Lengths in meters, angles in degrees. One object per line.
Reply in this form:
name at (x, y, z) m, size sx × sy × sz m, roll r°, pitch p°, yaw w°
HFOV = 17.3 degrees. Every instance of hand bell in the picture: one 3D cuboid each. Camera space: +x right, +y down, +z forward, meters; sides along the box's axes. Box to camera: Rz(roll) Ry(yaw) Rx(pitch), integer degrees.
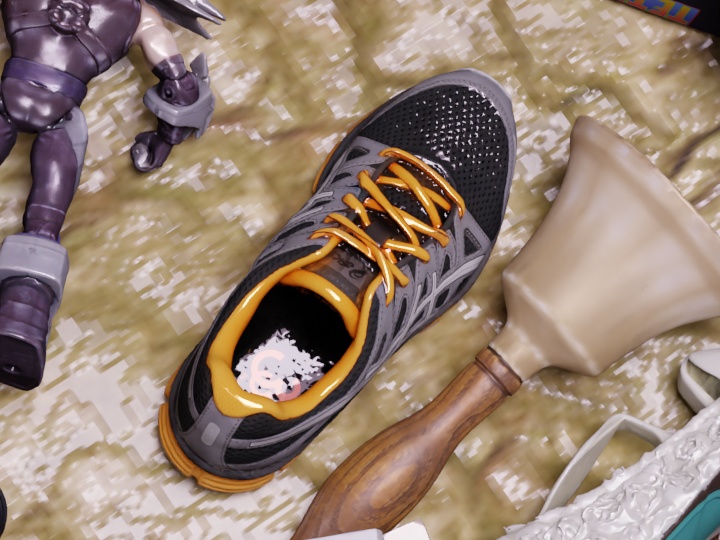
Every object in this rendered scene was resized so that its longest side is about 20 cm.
hand bell at (0.049, 0.045, 0.922) m, size 0.200 × 0.104 × 0.104 m, roll -43°, pitch 86°, yaw -2°

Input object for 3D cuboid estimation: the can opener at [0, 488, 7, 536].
can opener at (-0.223, 0.063, 0.876) m, size 0.200 × 0.079 × 0.064 m, roll 25°, pitch 68°, yaw 11°

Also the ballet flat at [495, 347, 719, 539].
ballet flat at (0.131, 0.069, 0.928) m, size 0.200 × 0.072 × 0.072 m, roll -38°, pitch 85°, yaw -15°

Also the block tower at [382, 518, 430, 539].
block tower at (0.037, 0.198, 0.885) m, size 0.058 × 0.054 × 0.201 m, roll -21°, pitch 80°, yaw -14°

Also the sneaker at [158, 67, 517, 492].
sneaker at (0.000, 0.000, 0.916) m, size 0.078 × 0.077 × 0.200 m, roll 35°, pitch 73°, yaw 2°

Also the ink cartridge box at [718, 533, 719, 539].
ink cartridge box at (0.232, 0.150, 0.920) m, size 0.116 × 0.067 × 0.200 m, roll -38°, pitch 85°, yaw -16°

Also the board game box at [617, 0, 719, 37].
board game box at (0.139, -0.193, 0.996) m, size 0.199 × 0.057 × 0.166 m, roll 20°, pitch 72°, yaw -4°

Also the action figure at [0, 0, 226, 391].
action figure at (-0.129, -0.058, 0.918) m, size 0.130 × 0.069 × 0.201 m, roll 16°, pitch 71°, yaw 3°

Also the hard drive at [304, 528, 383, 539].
hard drive at (-0.080, 0.175, 0.855) m, size 0.199 × 0.026 × 0.132 m, roll -10°, pitch 80°, yaw 7°
